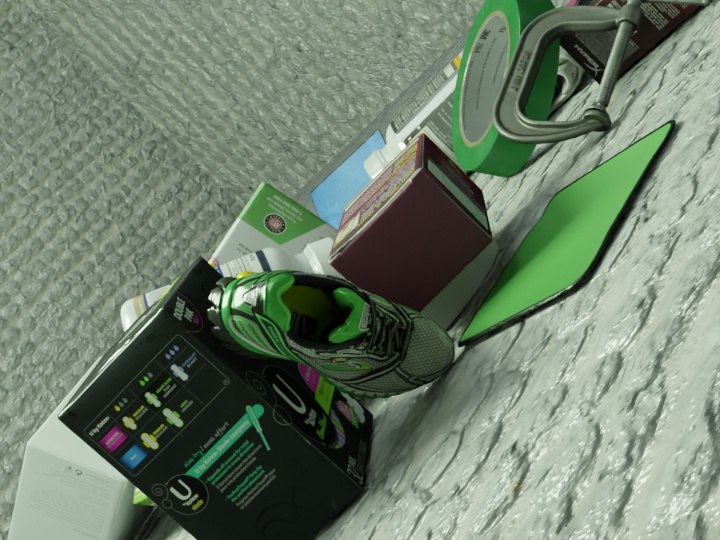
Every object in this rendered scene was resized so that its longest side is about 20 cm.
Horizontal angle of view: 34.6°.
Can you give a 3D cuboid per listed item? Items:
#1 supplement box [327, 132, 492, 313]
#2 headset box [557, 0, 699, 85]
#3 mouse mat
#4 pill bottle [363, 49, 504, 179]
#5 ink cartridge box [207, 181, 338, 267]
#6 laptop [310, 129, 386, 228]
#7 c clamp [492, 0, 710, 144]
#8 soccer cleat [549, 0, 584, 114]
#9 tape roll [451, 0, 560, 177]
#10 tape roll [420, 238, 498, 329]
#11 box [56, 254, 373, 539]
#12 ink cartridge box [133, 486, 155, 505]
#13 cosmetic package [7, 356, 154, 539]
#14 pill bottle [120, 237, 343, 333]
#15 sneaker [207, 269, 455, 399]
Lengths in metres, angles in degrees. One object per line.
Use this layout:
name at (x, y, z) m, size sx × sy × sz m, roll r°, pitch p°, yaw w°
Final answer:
supplement box at (0.045, -0.041, 1.010) m, size 0.110 × 0.086 × 0.200 m, roll -45°, pitch 9°, yaw 13°
headset box at (0.309, -0.301, 1.189) m, size 0.200 × 0.075 × 0.149 m, roll -41°, pitch 11°, yaw 37°
mouse mat at (0.160, -0.028, 0.900) m, size 0.200 × 0.008 × 0.161 m, roll -52°, pitch 10°, yaw -35°
pill bottle at (0.106, -0.174, 1.471) m, size 0.200 × 0.116 × 0.116 m, roll -44°, pitch 9°, yaw 16°
ink cartridge box at (-0.091, 0.038, 1.138) m, size 0.200 × 0.145 × 0.084 m, roll -57°, pitch 2°, yaw -8°
laptop at (-0.026, -0.057, 1.586) m, size 0.187 × 0.116 × 0.200 m, roll -39°, pitch 11°, yaw 46°
c clamp at (0.217, -0.196, 1.095) m, size 0.171 × 0.027 × 0.200 m, roll 13°, pitch 63°, yaw 31°
soccer cleat at (0.239, -0.240, 1.330) m, size 0.200 × 0.070 × 0.086 m, roll -53°, pitch 20°, yaw -8°
tape roll at (0.154, -0.203, 1.255) m, size 0.200 × 0.048 × 0.201 m, roll -171°, pitch 90°, yaw -76°
tape roll at (0.046, 0.034, 1.078) m, size 0.203 × 0.037 × 0.203 m, roll -46°, pitch 9°, yaw 10°
box at (-0.104, 0.113, 0.896) m, size 0.124 × 0.200 × 0.149 m, roll -45°, pitch 8°, yaw 13°
ink cartridge box at (-0.180, 0.142, 1.232) m, size 0.148 × 0.076 × 0.200 m, roll -34°, pitch 51°, yaw 55°
cosmetic package at (-0.313, 0.246, 1.365) m, size 0.199 × 0.123 × 0.200 m, roll -63°, pitch -8°, yaw -63°
pill bottle at (-0.102, 0.048, 1.035) m, size 0.200 × 0.116 × 0.116 m, roll -20°, pitch 6°, yaw -6°
sneaker at (-0.007, 0.048, 0.841) m, size 0.085 × 0.200 × 0.078 m, roll -9°, pitch 71°, yaw 53°
